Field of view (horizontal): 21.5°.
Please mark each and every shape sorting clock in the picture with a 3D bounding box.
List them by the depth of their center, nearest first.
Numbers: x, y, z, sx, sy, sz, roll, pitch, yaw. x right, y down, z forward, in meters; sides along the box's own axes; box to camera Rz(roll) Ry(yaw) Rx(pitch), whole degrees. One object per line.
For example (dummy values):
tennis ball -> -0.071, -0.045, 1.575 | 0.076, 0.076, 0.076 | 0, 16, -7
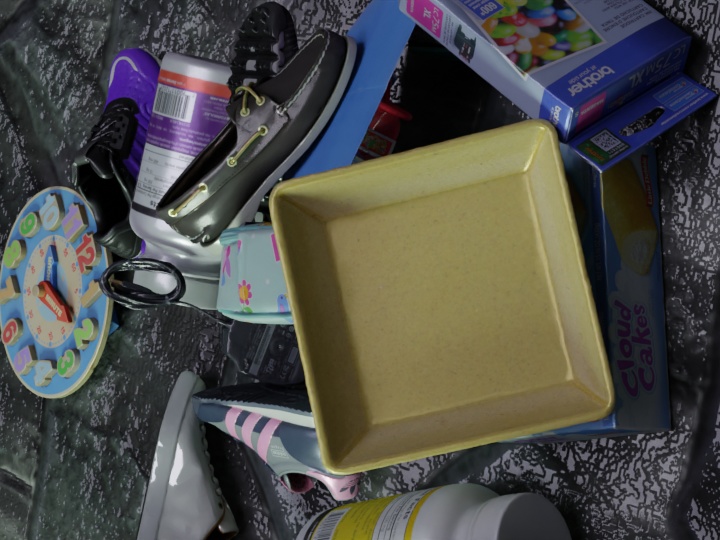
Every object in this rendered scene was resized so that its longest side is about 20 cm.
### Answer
shape sorting clock -> -0.292, 0.020, 1.796 | 0.199, 0.039, 0.201 | -8, 79, 46

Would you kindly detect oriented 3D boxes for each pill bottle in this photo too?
pill bottle -> 0.051, 0.212, 1.361 | 0.200, 0.111, 0.112 | -17, 73, 44
pill bottle -> -0.131, -0.074, 1.586 | 0.111, 0.111, 0.201 | 20, 100, 46

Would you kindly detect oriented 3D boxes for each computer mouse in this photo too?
computer mouse -> -0.117, 0.039, 1.544 | 0.199, 0.034, 0.059 | 25, 94, 4

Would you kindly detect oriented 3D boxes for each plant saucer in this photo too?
plant saucer -> 0.055, 0.019, 1.267 | 0.199, 0.048, 0.201 | -13, 85, 11

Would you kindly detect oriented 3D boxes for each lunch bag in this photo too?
lunch bag -> 0.000, 0.000, 1.411 | 0.199, 0.160, 0.078 | -2, 89, 40

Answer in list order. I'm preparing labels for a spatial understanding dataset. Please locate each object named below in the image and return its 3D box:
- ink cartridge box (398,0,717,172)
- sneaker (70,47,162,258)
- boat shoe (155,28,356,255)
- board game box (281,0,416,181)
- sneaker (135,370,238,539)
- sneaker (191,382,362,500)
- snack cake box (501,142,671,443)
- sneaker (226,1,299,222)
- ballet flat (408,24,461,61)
ink cartridge box -> 0.135, -0.160, 1.292 | 0.200, 0.119, 0.042 | 44, 149, 26
sneaker -> -0.211, -0.107, 1.680 | 0.069, 0.099, 0.201 | -19, 72, 41
boat shoe -> -0.079, -0.103, 1.431 | 0.201, 0.060, 0.072 | -53, 23, 16
board game box -> 0.007, -0.122, 1.403 | 0.201, 0.039, 0.158 | -65, 18, -7
sneaker -> -0.140, 0.186, 1.612 | 0.073, 0.084, 0.201 | 110, 169, -69
sneaker -> -0.070, 0.137, 1.532 | 0.200, 0.070, 0.082 | 7, 105, 53
snack cake box -> 0.146, 0.016, 1.317 | 0.115, 0.067, 0.201 | -11, 77, 44
sneaker -> -0.053, -0.116, 1.520 | 0.066, 0.090, 0.201 | 12, 109, 51
ballet flat -> 0.110, -0.177, 1.377 | 0.200, 0.072, 0.072 | 19, 99, 45
